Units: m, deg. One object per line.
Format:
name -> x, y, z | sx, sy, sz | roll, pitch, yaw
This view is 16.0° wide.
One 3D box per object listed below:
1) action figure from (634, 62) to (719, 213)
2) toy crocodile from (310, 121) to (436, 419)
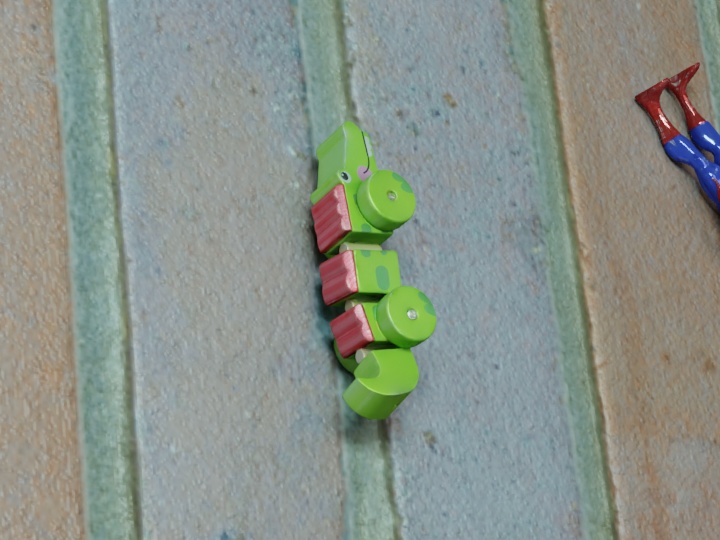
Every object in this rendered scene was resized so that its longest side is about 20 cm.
action figure -> 0.278, -0.056, 1.904 | 0.065, 0.052, 0.201 | -27, 88, -46
toy crocodile -> 0.000, 0.000, 1.645 | 0.061, 0.067, 0.201 | 5, 66, -35
